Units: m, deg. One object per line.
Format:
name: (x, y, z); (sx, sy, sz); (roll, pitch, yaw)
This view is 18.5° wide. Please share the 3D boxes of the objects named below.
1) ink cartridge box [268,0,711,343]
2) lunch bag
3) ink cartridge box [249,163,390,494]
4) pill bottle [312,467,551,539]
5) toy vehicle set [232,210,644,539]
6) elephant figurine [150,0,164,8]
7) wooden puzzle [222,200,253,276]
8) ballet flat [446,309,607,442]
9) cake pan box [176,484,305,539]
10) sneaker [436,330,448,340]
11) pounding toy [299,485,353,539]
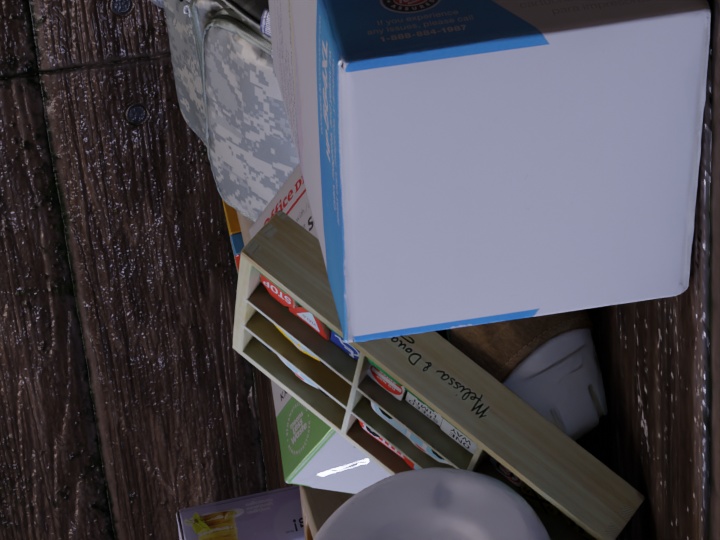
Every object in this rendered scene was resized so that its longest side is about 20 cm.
ink cartridge box: (0.036, -0.092, 0.814); (0.201, 0.127, 0.126); (-107, 11, -48)
lunch bag: (-0.034, -0.124, 1.392); (0.168, 0.138, 0.201); (55, 159, 37)
ink cartridge box: (0.000, 0.000, 1.142); (0.117, 0.067, 0.201); (-50, 39, 43)
pill bottle: (0.051, 0.184, 0.980); (0.201, 0.113, 0.114); (66, -172, -50)
toy vehicle set: (0.029, 0.065, 0.980); (0.200, 0.027, 0.124); (38, 160, 11)
elephant figurine: (-0.168, -0.302, 1.973); (0.142, 0.198, 0.156); (112, 149, -76)
wooden puzzle: (-0.151, -0.015, 2.904); (0.186, 0.037, 0.201); (-107, 10, -52)
ballet flat: (0.076, 0.056, 0.985); (0.073, 0.067, 0.200); (56, 163, 24)
cake pan box: (-0.036, 0.217, 1.590); (0.201, 0.183, 0.053); (93, 166, -56)
sneaker: (0.046, -0.038, 0.985); (0.201, 0.069, 0.100); (76, -167, -46)
pounding toy: (0.005, 0.238, 1.446); (0.200, 0.141, 0.186); (-116, 19, -68)
